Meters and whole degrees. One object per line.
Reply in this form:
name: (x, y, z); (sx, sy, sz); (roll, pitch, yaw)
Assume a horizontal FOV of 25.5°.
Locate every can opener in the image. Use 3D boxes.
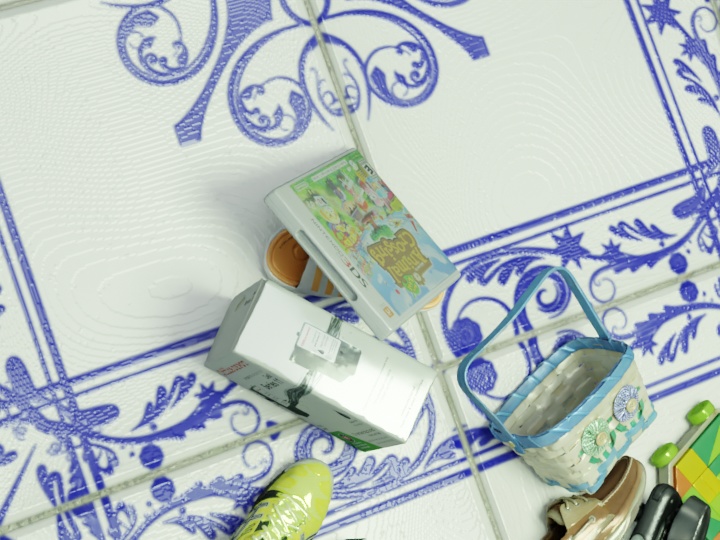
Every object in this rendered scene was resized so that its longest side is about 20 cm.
can opener: (0.297, 0.322, 1.697); (0.063, 0.078, 0.201); (30, 87, -36)

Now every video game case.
video game case: (0.007, -0.033, 1.630); (0.182, 0.022, 0.200); (50, 29, 3)

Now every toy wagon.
toy wagon: (0.392, 0.249, 1.769); (0.155, 0.040, 0.200); (48, 69, -4)

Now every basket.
basket: (0.210, 0.119, 1.679); (0.176, 0.139, 0.200); (-46, 106, -19)

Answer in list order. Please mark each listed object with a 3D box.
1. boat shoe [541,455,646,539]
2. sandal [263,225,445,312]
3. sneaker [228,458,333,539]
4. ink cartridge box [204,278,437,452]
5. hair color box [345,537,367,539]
boat shoe: (0.234, 0.272, 1.694); (0.072, 0.076, 0.200); (40, 69, -5)
sandal: (0.002, -0.008, 1.677); (0.205, 0.059, 0.080); (12, 76, -16)
sneaker: (-0.089, 0.271, 1.584); (0.075, 0.076, 0.200); (40, 69, -5)
ink cartridge box: (-0.044, 0.098, 1.596); (0.199, 0.147, 0.084); (29, 73, -10)
hair color box: (-0.055, 0.363, 1.586); (0.199, 0.060, 0.100); (-34, 92, -22)
